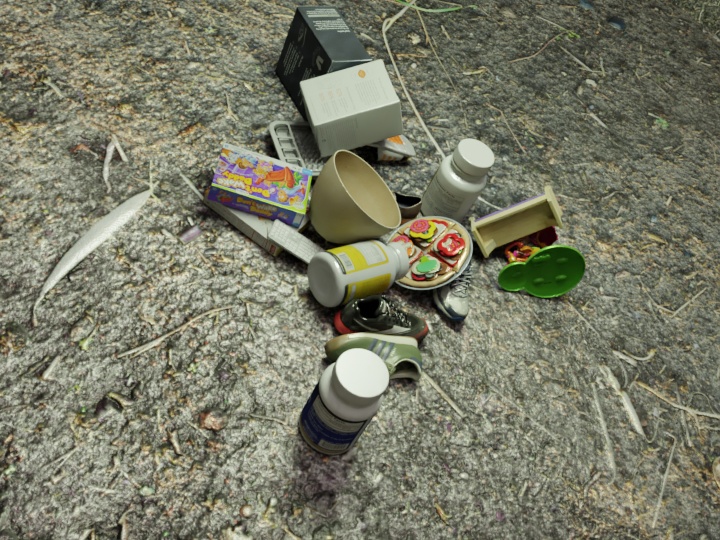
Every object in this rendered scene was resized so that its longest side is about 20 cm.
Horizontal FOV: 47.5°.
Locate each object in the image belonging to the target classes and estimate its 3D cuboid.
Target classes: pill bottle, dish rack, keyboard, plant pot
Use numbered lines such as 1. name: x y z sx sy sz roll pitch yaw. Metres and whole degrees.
1. pill bottle: 0.223 -0.200 1.872 0.114 0.200 0.115 12 49 -15
2. dish rack: -0.107 -0.271 1.891 0.199 0.044 0.172 -5 55 -27
3. pill bottle: -0.028 0.227 1.418 0.115 0.200 0.116 12 49 -15
4. keyboard: -0.100 -0.035 1.695 0.200 0.011 0.056 33 50 -15
5. pill bottle: 0.000 0.000 1.660 0.200 0.112 0.112 -15 60 -38
6. plant pot: -0.031 -0.133 1.722 0.200 0.134 0.201 39 28 -26

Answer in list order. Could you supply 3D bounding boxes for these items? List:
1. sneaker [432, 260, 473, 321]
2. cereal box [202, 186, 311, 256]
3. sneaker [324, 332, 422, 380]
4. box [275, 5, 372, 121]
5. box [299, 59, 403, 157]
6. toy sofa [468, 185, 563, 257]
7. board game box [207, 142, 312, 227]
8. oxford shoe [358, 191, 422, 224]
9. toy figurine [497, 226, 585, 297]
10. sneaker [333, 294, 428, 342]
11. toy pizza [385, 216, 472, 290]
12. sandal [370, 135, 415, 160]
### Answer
1. sneaker: 0.203 0.014 1.764 0.077 0.085 0.201 12 50 -24
2. cereal box: -0.213 -0.134 1.736 0.200 0.040 0.144 36 48 7
3. sneaker: 0.034 0.175 1.576 0.199 0.067 0.090 3 47 -25
4. box: -0.093 -0.496 1.974 0.117 0.197 0.200 -12 59 -32
5. box: -0.020 -0.368 1.857 0.199 0.106 0.153 -16 54 -3
6. toy sofa: 0.353 -0.117 1.863 0.083 0.199 0.098 58 21 -28
7. board game box: -0.208 -0.180 1.717 0.199 0.045 0.135 17 48 -12
8. oxford shoe: 0.043 -0.152 1.840 0.199 0.073 0.071 1 54 -23
9. toy figurine: 0.399 -0.048 1.904 0.199 0.151 0.184 -9 39 0
10. sneaker: 0.052 0.098 1.628 0.200 0.098 0.071 10 48 -18
11. toy pizza: 0.141 -0.045 1.760 0.199 0.032 0.201 -9 52 11
12. sandal: 0.034 -0.303 1.964 0.206 0.059 0.079 10 44 -28
